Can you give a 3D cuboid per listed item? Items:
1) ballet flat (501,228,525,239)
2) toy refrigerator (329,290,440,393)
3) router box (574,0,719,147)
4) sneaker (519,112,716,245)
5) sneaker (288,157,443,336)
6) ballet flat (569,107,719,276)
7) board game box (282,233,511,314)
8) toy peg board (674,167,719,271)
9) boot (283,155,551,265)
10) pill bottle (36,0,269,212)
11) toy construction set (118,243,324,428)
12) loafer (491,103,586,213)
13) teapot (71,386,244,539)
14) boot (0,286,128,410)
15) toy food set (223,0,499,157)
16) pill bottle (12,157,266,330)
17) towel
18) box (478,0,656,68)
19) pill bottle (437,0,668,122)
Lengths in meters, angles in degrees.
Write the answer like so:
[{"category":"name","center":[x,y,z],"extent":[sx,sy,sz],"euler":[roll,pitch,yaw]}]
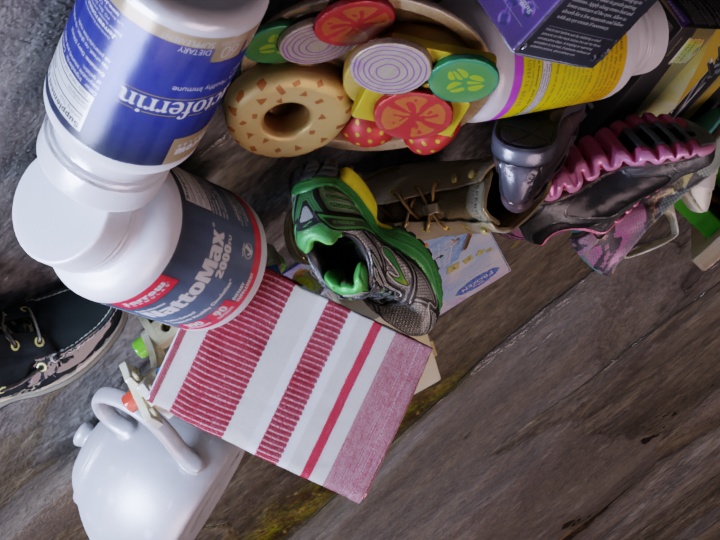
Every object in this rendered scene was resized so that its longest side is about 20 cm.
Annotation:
[{"category":"ballet flat","center":[0.200,-0.067,1.724],"extent":[0.071,0.069,0.200],"euler":[-11,-177,44]},{"category":"toy refrigerator","center":[0.024,0.050,1.656],"extent":[0.070,0.076,0.200],"euler":[-28,153,-5]},{"category":"router box","center":[0.277,-0.173,1.655],"extent":[0.157,0.052,0.200],"euler":[-6,144,-42]},{"category":"sneaker","center":[0.227,-0.077,1.601],"extent":[0.199,0.079,0.096],"euler":[-15,124,0]},{"category":"sneaker","center":[0.000,0.000,1.441],"extent":[0.078,0.085,0.200],"euler":[-18,138,28]},{"category":"ballet flat","center":[0.287,-0.068,1.670],"extent":[0.200,0.071,0.069],"euler":[-40,-168,-10]},{"category":"board game box","center":[0.037,0.004,1.723],"extent":[0.200,0.041,0.200],"euler":[-32,154,1]},{"category":"toy peg board","center":[0.385,-0.128,1.783],"extent":[0.200,0.098,0.199],"euler":[-44,-172,22]},{"category":"boot","center":[0.049,-0.053,1.511],"extent":[0.200,0.073,0.155],"euler":[-16,-169,-36]},{"category":"pill bottle","center":[-0.146,-0.138,1.185],"extent":[0.115,0.116,0.200],"euler":[-11,148,-36]},{"category":"toy construction set","center":[-0.125,0.047,1.510],"extent":[0.200,0.131,0.092],"euler":[-32,166,-5]},{"category":"loafer","center":[0.145,-0.112,1.483],"extent":[0.200,0.072,0.063],"euler":[-56,154,-61]},{"category":"teapot","center":[-0.208,0.189,1.683],"extent":[0.200,0.146,0.197],"euler":[-59,176,17]},{"category":"boot","center":[-0.293,0.047,1.406],"extent":[0.203,0.074,0.154],"euler":[-29,152,-4]},{"category":"toy food set","center":[0.003,-0.143,1.332],"extent":[0.199,0.049,0.198],"euler":[10,147,-14]},{"category":"pill bottle","center":[-0.170,-0.027,1.352],"extent":[0.119,0.120,0.200],"euler":[-39,153,16]},{"category":"towel","center":[-0.058,0.086,1.454],"extent":[0.023,0.199,0.144],"euler":[-142,-103,-87]},{"category":"box","center":[0.164,-0.267,1.255],"extent":[0.104,0.148,0.200],"euler":[2,138,-48]},{"category":"pill bottle","center":[0.156,-0.184,1.442],"extent":[0.199,0.104,0.104],"euler":[-13,149,-33]}]
